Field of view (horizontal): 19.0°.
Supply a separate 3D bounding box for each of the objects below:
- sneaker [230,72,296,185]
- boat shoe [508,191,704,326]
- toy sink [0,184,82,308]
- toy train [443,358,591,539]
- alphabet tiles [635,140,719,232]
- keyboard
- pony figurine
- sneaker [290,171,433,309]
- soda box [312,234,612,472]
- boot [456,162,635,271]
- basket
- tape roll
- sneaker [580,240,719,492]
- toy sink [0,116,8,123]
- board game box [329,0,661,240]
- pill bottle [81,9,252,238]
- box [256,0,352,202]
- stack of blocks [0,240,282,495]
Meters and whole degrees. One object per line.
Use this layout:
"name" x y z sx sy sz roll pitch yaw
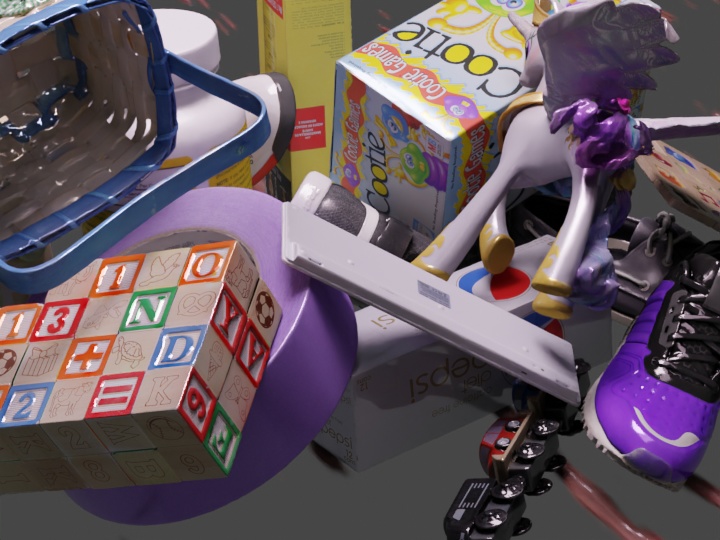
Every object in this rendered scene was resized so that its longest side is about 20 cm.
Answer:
"sneaker" -0.138 -0.083 1.457 0.108 0.067 0.201 5 -19 -38
"boat shoe" 0.182 -0.006 1.382 0.200 0.063 0.073 13 33 30
"toy sink" -0.268 0.007 1.348 0.200 0.112 0.130 10 31 34
"toy train" 0.090 0.104 1.220 0.046 0.034 0.200 -3 26 25
"alphabet tiles" 0.256 -0.021 1.343 0.200 0.008 0.167 26 19 -22
"keyboard" 0.041 0.019 1.218 0.200 0.011 0.056 27 26 -20
"pony figurine" 0.131 -0.076 1.236 0.193 0.200 0.166 7 -18 48
"sneaker" 0.000 0.000 1.375 0.112 0.073 0.200 31 -4 2
"soda box" 0.058 0.047 1.291 0.200 0.068 0.064 -22 32 -31
"boot" 0.082 -0.052 1.504 0.200 0.068 0.131 -19 20 -28
"basket" -0.172 -0.076 1.204 0.176 0.139 0.200 -36 50 -26
"tape roll" -0.105 0.046 1.231 0.200 0.066 0.200 -18 42 17
"sneaker" 0.186 0.041 1.233 0.070 0.100 0.200 30 31 -1
"toy sink" -0.329 -0.114 1.338 0.200 0.112 0.130 -21 28 -26
"board game box" 0.088 -0.115 1.403 0.200 0.105 0.103 -33 56 -31
"pill bottle" -0.125 -0.058 1.372 0.112 0.200 0.112 -2 27 1
"box" -0.037 -0.119 1.477 0.050 0.200 0.075 -9 29 -16
"stack of blocks" -0.153 0.056 1.156 0.200 0.059 0.115 -7 45 26
